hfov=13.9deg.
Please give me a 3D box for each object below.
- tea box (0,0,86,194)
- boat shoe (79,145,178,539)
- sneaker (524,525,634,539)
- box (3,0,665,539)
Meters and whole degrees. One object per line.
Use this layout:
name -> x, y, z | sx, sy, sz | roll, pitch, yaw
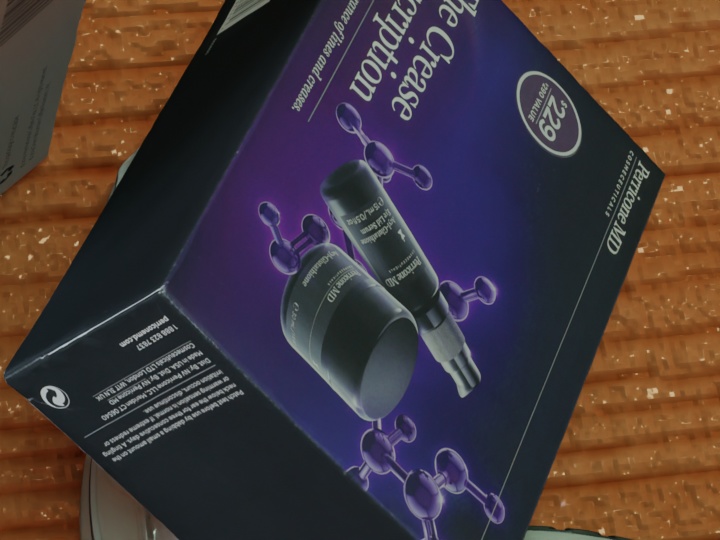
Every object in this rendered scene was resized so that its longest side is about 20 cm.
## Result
tea box -> -0.192, -0.104, 0.877 | 0.197, 0.200, 0.134 | 46, 66, 6
boat shoe -> -0.053, 0.045, 0.927 | 0.073, 0.065, 0.201 | -4, 70, -15
sneaker -> 0.121, 0.142, 0.936 | 0.199, 0.077, 0.085 | 10, 72, 2
box -> 0.000, 0.000, 0.897 | 0.141, 0.079, 0.200 | 46, 43, -20
